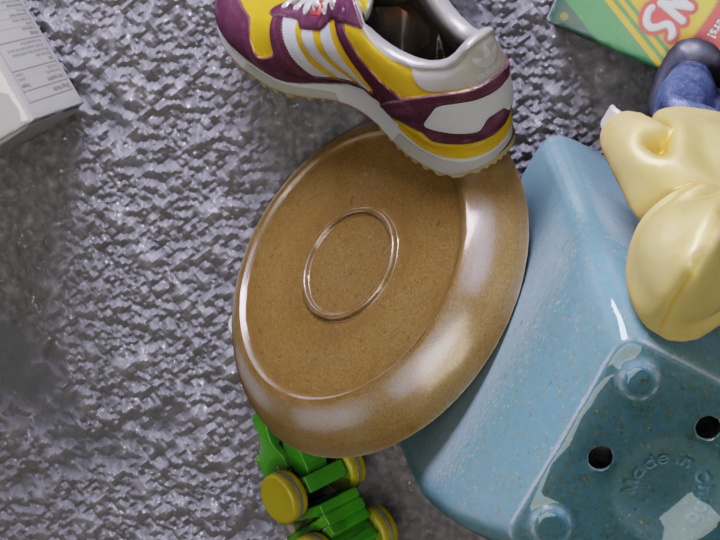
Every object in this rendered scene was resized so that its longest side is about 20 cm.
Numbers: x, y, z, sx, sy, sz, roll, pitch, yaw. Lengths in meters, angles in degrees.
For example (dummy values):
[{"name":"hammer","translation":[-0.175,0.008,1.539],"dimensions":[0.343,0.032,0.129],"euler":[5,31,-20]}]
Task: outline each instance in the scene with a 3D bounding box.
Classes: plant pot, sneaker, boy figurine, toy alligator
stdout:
[{"name":"plant pot","translation":[0.142,0.074,0.864],"dimensions":[0.195,0.200,0.197],"euler":[27,104,-6]},{"name":"plant pot","translation":[0.000,0.000,0.900],"dimensions":[0.200,0.200,0.027],"euler":[-46,134,13]},{"name":"sneaker","translation":[0.000,-0.129,0.882],"dimensions":[0.200,0.075,0.090],"euler":[29,146,29]},{"name":"boy figurine","translation":[0.171,-0.038,0.808],"dimensions":[0.124,0.200,0.065],"euler":[22,127,-1]},{"name":"toy alligator","translation":[-0.037,0.120,0.989],"dimensions":[0.054,0.059,0.201],"euler":[-37,78,49]}]

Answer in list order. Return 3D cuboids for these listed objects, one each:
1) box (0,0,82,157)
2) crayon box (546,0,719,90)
[{"name":"box","translation":[-0.248,-0.155,0.941],"dimensions":[0.078,0.095,0.200],"euler":[-29,95,13]},{"name":"crayon box","translation":[0.214,-0.153,0.899],"dimensions":[0.199,0.051,0.127],"euler":[23,103,2]}]
